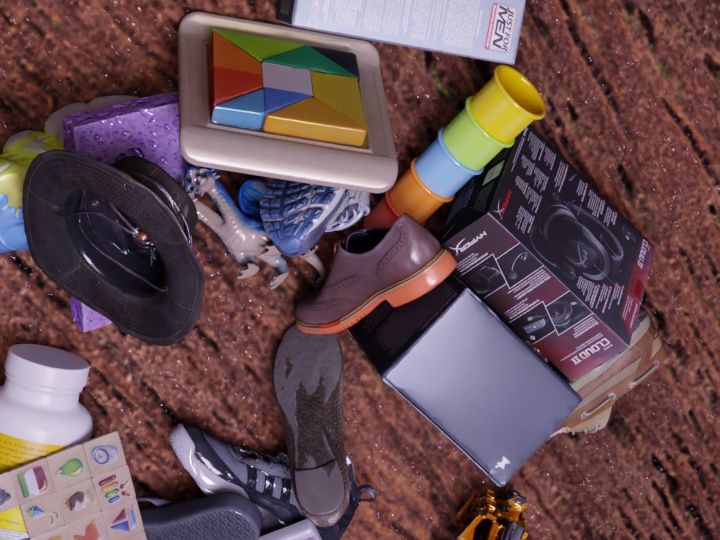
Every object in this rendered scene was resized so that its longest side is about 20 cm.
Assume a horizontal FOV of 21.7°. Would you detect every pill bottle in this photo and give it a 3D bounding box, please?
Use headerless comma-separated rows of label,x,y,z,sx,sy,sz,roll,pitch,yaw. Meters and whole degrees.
pill bottle,-0.296,0.171,1.663,0.104,0.104,0.201,12,100,-13

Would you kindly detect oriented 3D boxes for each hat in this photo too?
hat,-0.187,-0.038,1.545,0.201,0.200,0.081,50,52,-16

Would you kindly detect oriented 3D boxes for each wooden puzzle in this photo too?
wooden puzzle,-0.063,-0.151,1.599,0.184,0.201,0.037,9,129,-12

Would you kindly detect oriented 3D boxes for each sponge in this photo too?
sponge,-0.199,-0.050,1.626,0.111,0.030,0.201,-16,124,-28

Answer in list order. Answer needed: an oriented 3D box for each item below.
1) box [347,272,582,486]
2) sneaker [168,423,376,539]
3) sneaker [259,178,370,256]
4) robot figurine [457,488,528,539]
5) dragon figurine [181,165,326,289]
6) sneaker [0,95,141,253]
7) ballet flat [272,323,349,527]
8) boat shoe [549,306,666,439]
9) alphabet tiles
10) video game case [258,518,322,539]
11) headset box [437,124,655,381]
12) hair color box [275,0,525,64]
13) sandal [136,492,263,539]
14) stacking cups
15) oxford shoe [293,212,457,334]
box,0.086,0.079,1.665,0.148,0.200,0.107,43,92,-16
sneaker,-0.077,0.179,1.724,0.200,0.075,0.114,42,91,-21
sneaker,-0.024,-0.065,1.629,0.077,0.200,0.086,-9,122,25
robot figurine,0.093,0.290,1.746,0.058,0.145,0.201,27,101,-3
dragon figurine,-0.091,-0.041,1.648,0.059,0.200,0.100,-43,65,22
sneaker,-0.260,-0.077,1.645,0.199,0.076,0.106,-21,122,-6
ballet flat,-0.039,0.138,1.689,0.067,0.201,0.046,-11,148,4
boat shoe,0.206,0.120,1.762,0.200,0.076,0.074,-40,109,1
alphabet tiles,-0.265,0.256,1.640,0.166,0.008,0.201,-20,113,-20
video game case,-0.102,0.334,1.738,0.199,0.024,0.183,-21,118,6
headset box,0.175,-0.013,1.683,0.200,0.149,0.077,43,130,-17
hair color box,0.034,-0.227,1.642,0.199,0.099,0.061,9,98,-12
sandal,-0.177,0.233,1.703,0.199,0.043,0.076,-9,130,20
stacking cups,0.075,-0.097,1.667,0.060,0.061,0.200,39,122,-15
oxford shoe,0.000,0.000,1.654,0.073,0.200,0.071,54,46,-10
